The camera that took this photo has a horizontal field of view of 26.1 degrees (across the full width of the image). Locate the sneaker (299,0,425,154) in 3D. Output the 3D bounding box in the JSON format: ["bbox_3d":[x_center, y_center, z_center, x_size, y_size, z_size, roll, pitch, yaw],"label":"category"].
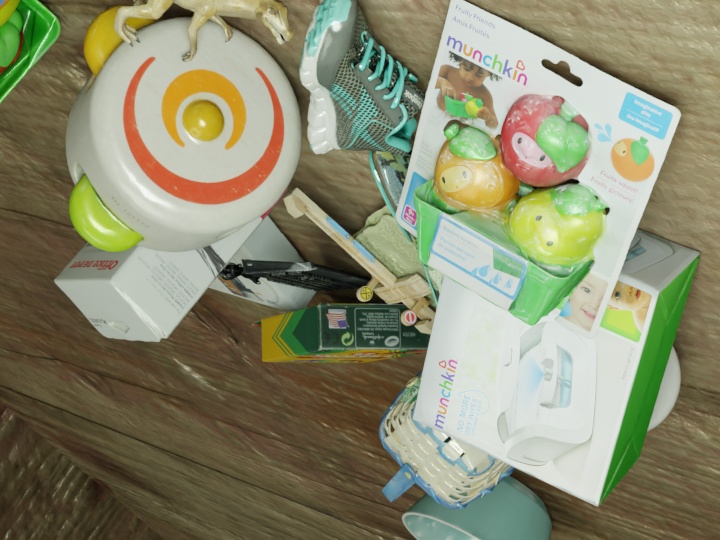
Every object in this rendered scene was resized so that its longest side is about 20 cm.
[{"bbox_3d":[0.006,-0.149,1.189,0.091,0.078,0.200,12,160,8],"label":"sneaker"}]

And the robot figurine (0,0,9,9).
[{"bbox_3d":[-0.355,-0.254,1.297,0.145,0.200,0.058,41,-164,-24],"label":"robot figurine"}]

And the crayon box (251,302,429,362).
[{"bbox_3d":[-0.025,0.070,1.665,0.127,0.051,0.200,1,173,-24],"label":"crayon box"}]

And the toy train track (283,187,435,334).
[{"bbox_3d":[0.000,0.000,1.482,0.200,0.033,0.115,43,161,-11],"label":"toy train track"}]

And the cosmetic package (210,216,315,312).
[{"bbox_3d":[-0.159,-0.031,1.715,0.200,0.052,0.151,15,151,40],"label":"cosmetic package"}]

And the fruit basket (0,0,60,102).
[{"bbox_3d":[-0.377,-0.247,1.421,0.215,0.156,0.216,40,176,3],"label":"fruit basket"}]

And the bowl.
[{"bbox_3d":[0.163,0.321,1.976,0.200,0.105,0.201,28,159,11],"label":"bowl"}]

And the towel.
[{"bbox_3d":[0.088,0.008,1.459,0.200,0.037,0.148,34,161,-4],"label":"towel"}]

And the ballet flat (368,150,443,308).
[{"bbox_3d":[0.073,-0.036,1.337,0.074,0.074,0.200,12,140,44],"label":"ballet flat"}]

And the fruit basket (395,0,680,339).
[{"bbox_3d":[0.113,-0.067,1.099,0.185,0.094,0.200,31,135,20],"label":"fruit basket"}]

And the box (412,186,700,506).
[{"bbox_3d":[0.153,0.053,1.244,0.176,0.097,0.201,24,120,22],"label":"box"}]

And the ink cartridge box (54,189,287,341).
[{"bbox_3d":[-0.187,-0.033,1.519,0.083,0.200,0.145,48,155,-23],"label":"ink cartridge box"}]

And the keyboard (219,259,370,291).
[{"bbox_3d":[-0.072,0.006,1.553,0.127,0.021,0.200,3,175,18],"label":"keyboard"}]

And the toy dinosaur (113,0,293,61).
[{"bbox_3d":[-0.149,-0.223,1.206,0.200,0.058,0.101,23,136,-28],"label":"toy dinosaur"}]

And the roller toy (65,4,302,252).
[{"bbox_3d":[-0.148,-0.116,1.310,0.182,0.201,0.140,3,170,-22],"label":"roller toy"}]

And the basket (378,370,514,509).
[{"bbox_3d":[0.107,0.157,1.595,0.139,0.176,0.200,45,156,12],"label":"basket"}]

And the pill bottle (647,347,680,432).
[{"bbox_3d":[0.204,0.112,1.414,0.113,0.113,0.200,33,161,-1],"label":"pill bottle"}]
